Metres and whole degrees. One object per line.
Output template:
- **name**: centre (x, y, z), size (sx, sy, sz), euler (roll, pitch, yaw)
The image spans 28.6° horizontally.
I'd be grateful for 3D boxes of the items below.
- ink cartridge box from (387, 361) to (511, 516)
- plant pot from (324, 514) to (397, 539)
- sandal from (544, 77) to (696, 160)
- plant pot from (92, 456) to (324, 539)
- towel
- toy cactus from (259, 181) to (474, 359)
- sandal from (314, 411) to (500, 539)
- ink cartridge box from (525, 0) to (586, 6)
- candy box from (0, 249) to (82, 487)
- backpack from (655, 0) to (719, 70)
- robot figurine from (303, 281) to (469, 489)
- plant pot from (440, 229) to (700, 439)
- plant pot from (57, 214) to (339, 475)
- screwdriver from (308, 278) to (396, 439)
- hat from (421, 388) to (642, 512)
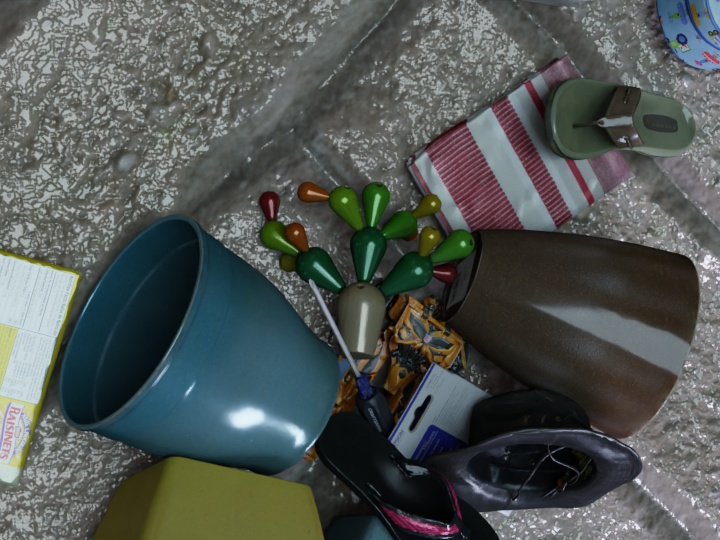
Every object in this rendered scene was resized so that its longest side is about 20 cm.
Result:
- **ink cartridge box**: centre (0.099, 0.159, 1.342), size (0.200, 0.037, 0.095), euler (33, 87, -42)
- **plant pot**: centre (0.034, 0.330, 1.299), size (0.196, 0.196, 0.200), euler (11, 76, -18)
- **sandal**: centre (0.259, -0.150, 1.375), size (0.201, 0.057, 0.080), euler (-4, 88, -32)
- **plant pot**: centre (-0.137, 0.268, 1.215), size (0.200, 0.200, 0.177), euler (17, 65, -24)
- **towel**: centre (0.156, -0.100, 1.387), size (0.200, 0.023, 0.144), euler (-34, 104, -11)
- **toy cactus**: centre (0.000, 0.000, 1.298), size (0.200, 0.102, 0.165), euler (7, 74, -4)
- **sandal**: centre (0.045, 0.198, 1.234), size (0.200, 0.045, 0.075), euler (41, 55, -5)
- **ink cartridge box**: centre (0.168, -0.362, 1.347), size (0.116, 0.067, 0.200), euler (5, 92, -18)
- **candy box**: centre (-0.324, 0.083, 1.245), size (0.102, 0.026, 0.200), euler (17, 89, -21)
- **backpack**: centre (0.398, -0.289, 1.393), size (0.200, 0.135, 0.183), euler (-9, 96, -14)
- **robot figurine**: centre (0.023, 0.110, 1.340), size (0.145, 0.058, 0.200), euler (36, 83, -19)
- **plant pot**: centre (0.184, 0.039, 1.332), size (0.200, 0.187, 0.187), euler (20, 88, -11)
- **plant pot**: centre (-0.128, 0.082, 1.230), size (0.188, 0.200, 0.200), euler (31, 84, -31)
- **screwdriver**: centre (-0.005, 0.082, 1.245), size (0.028, 0.029, 0.200), euler (-54, 139, -34)
- **hat**: centre (0.153, 0.155, 1.294), size (0.200, 0.201, 0.081), euler (9, 59, -18)
